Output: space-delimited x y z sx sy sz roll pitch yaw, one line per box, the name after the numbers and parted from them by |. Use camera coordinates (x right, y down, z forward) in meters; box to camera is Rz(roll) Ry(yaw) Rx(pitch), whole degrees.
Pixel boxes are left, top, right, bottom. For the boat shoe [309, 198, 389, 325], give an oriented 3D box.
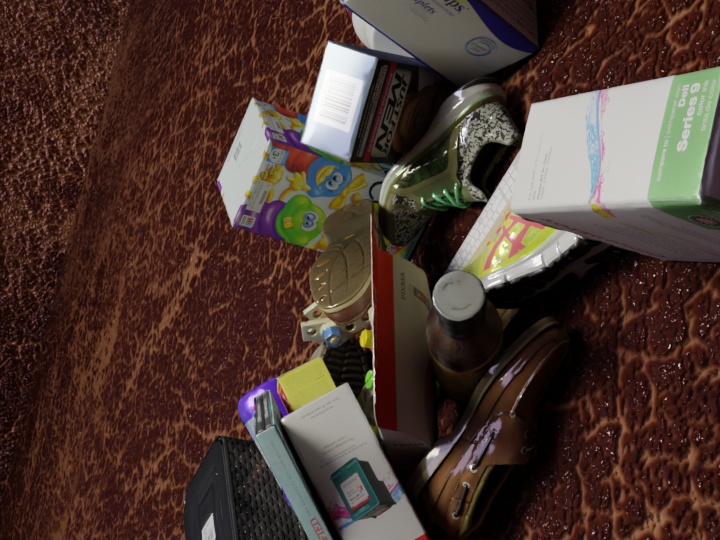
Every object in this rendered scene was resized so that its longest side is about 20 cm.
0.000 0.000 1.108 0.071 0.068 0.201 -23 22 13 | boat shoe

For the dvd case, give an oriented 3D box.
-0.053 0.186 1.030 0.147 0.022 0.200 63 177 -4 | dvd case

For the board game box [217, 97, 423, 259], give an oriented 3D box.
-0.034 -0.087 1.234 0.106 0.198 0.103 -63 28 23 | board game box

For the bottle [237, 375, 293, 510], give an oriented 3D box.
-0.050 0.205 1.178 0.065 0.084 0.201 -32 80 7 | bottle

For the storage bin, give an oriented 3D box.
-0.139 0.311 1.380 0.136 0.093 0.201 -59 29 33 | storage bin

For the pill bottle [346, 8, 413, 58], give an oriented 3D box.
0.037 -0.307 1.300 0.115 0.113 0.201 -60 29 30 | pill bottle

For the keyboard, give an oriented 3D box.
0.124 -0.035 1.098 0.201 0.011 0.057 -61 29 31 | keyboard

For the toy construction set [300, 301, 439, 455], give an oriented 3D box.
0.015 0.086 1.170 0.201 0.091 0.132 56 137 43 | toy construction set

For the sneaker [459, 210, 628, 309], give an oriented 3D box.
0.148 -0.033 0.957 0.199 0.078 0.091 -34 60 41 | sneaker

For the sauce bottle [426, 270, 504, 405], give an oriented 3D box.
0.085 0.057 0.954 0.200 0.064 0.065 68 -155 -68 | sauce bottle

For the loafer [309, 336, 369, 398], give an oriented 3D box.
-0.041 0.167 1.267 0.068 0.075 0.202 -8 71 57 | loafer

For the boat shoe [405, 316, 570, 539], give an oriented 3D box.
0.120 0.133 0.966 0.068 0.072 0.201 44 113 29 | boat shoe

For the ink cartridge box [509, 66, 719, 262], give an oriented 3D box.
0.213 -0.061 0.761 0.200 0.144 0.088 -2 75 65 | ink cartridge box

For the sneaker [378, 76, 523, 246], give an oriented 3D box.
0.087 -0.087 1.136 0.201 0.076 0.089 -56 51 32 | sneaker

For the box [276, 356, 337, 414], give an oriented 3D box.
-0.016 0.186 1.103 0.201 0.050 0.075 64 169 12 | box

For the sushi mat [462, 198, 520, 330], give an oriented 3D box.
0.124 0.009 1.062 0.201 0.012 0.096 -58 37 35 | sushi mat

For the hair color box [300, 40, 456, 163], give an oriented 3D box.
0.026 -0.161 1.154 0.060 0.199 0.100 23 104 24 | hair color box

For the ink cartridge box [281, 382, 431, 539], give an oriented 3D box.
0.009 0.206 1.000 0.201 0.067 0.116 61 175 12 | ink cartridge box

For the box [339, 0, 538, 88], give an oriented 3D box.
0.075 -0.311 1.118 0.104 0.183 0.202 -21 56 37 | box

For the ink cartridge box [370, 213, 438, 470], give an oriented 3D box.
0.039 0.064 0.991 0.200 0.050 0.164 81 -172 -65 | ink cartridge box
